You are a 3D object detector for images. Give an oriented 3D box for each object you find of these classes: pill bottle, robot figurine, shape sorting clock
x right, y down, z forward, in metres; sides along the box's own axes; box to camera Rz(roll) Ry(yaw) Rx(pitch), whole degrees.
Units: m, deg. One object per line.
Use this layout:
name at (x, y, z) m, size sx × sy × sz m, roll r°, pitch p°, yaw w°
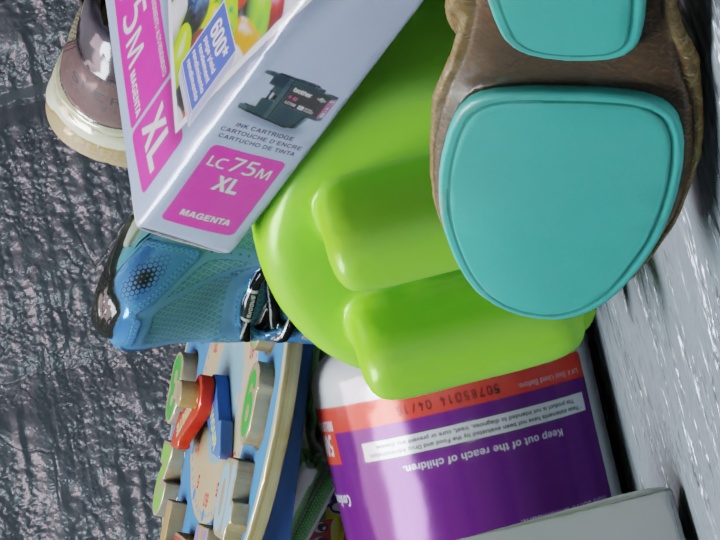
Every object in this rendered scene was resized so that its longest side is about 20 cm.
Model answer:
pill bottle at (0.054, 0.118, 1.069) m, size 0.112 × 0.112 × 0.200 m, roll 118°, pitch 139°, yaw -89°
robot figurine at (0.017, -0.044, 0.880) m, size 0.200 × 0.116 × 0.176 m, roll -104°, pitch -3°, yaw -56°
shape sorting clock at (-0.057, 0.053, 1.138) m, size 0.200 × 0.039 × 0.200 m, roll -173°, pitch 90°, yaw -75°

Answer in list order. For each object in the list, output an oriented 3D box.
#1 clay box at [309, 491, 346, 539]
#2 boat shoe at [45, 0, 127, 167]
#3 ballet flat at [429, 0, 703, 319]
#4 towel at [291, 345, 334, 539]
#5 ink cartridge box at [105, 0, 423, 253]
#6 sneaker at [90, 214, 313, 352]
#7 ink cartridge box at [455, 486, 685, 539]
clay box at (-0.013, 0.067, 1.227) m, size 0.115 × 0.048 × 0.200 m, roll -112°, pitch 32°, yaw -67°
boat shoe at (-0.053, -0.124, 0.954) m, size 0.065 × 0.072 × 0.200 m, roll 115°, pitch 179°, yaw -53°
ballet flat at (0.048, -0.066, 0.640) m, size 0.200 × 0.068 × 0.072 m, roll 79°, pitch -162°, yaw -58°
towel at (-0.043, 0.046, 1.206) m, size 0.153 × 0.023 × 0.200 m, roll 114°, pitch 156°, yaw -47°
ink cartridge box at (-0.013, -0.113, 0.792) m, size 0.200 × 0.042 × 0.119 m, roll -48°, pitch 39°, yaw 37°
sneaker at (0.000, 0.000, 0.977) m, size 0.090 × 0.200 × 0.078 m, roll 62°, pitch 149°, yaw 30°
ink cartridge box at (0.090, 0.194, 0.906) m, size 0.146 × 0.086 × 0.200 m, roll 79°, pitch 176°, yaw -65°
